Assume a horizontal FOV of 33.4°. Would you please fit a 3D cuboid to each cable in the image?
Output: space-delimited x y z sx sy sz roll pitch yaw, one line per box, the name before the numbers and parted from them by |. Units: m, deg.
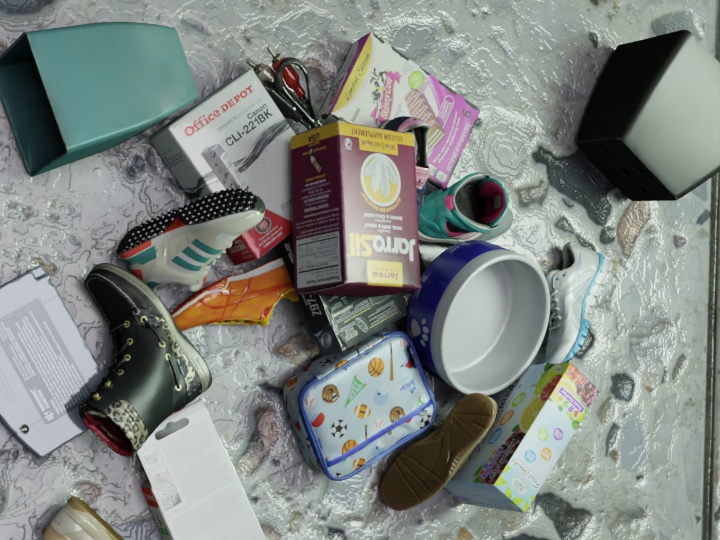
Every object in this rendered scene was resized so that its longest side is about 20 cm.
cable | -0.070 -0.213 1.585 0.200 0.097 0.051 41 32 -22

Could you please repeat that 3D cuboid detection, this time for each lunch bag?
lunch bag | 0.006 0.176 1.578 0.199 0.075 0.162 -27 105 -24

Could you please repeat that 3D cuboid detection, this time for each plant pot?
plant pot | -0.309 -0.219 1.439 0.199 0.141 0.143 -22 95 -34
plant pot | 0.443 -0.214 1.783 0.200 0.199 0.178 43 79 -16

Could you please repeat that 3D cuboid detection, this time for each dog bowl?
dog bowl | 0.161 0.063 1.627 0.199 0.079 0.202 -16 116 -34

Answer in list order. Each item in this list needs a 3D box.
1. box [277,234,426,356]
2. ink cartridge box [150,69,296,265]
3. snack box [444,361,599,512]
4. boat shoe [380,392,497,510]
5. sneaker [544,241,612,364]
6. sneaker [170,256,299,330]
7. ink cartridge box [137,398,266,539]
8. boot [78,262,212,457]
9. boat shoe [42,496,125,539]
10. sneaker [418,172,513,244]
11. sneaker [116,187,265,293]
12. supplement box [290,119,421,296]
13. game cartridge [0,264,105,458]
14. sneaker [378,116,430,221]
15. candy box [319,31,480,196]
box | 0.000 0.000 1.586 0.199 0.043 0.161 -28 98 -42
ink cartridge box | -0.150 -0.132 1.533 0.144 0.084 0.201 -39 102 -24
snack box | 0.209 0.223 1.625 0.068 0.168 0.201 43 70 -14
boat shoe | 0.111 0.247 1.611 0.200 0.064 0.071 -44 71 7
sneaker | 0.293 0.048 1.747 0.086 0.075 0.201 29 65 -13
sneaker | -0.153 0.042 1.518 0.199 0.073 0.078 -21 90 -26
ink cartridge box | -0.206 0.272 1.482 0.108 0.050 0.202 -25 95 -26
boot | -0.284 0.105 1.419 0.204 0.073 0.154 51 46 -9
boat shoe | -0.295 0.358 1.423 0.069 0.074 0.200 -43 103 -11
sneaker | 0.168 -0.085 1.647 0.199 0.120 0.084 -3 80 -42
sneaker | -0.194 -0.030 1.466 0.198 0.071 0.094 -19 119 16
supplement box | -0.007 -0.073 1.494 0.130 0.103 0.202 3 81 -41
game cartridge | -0.387 0.112 1.418 0.133 0.040 0.201 -31 98 -29
sneaker | 0.056 -0.103 1.567 0.070 0.082 0.202 1 87 -33
candy box | 0.054 -0.213 1.655 0.199 0.061 0.137 31 73 -20
